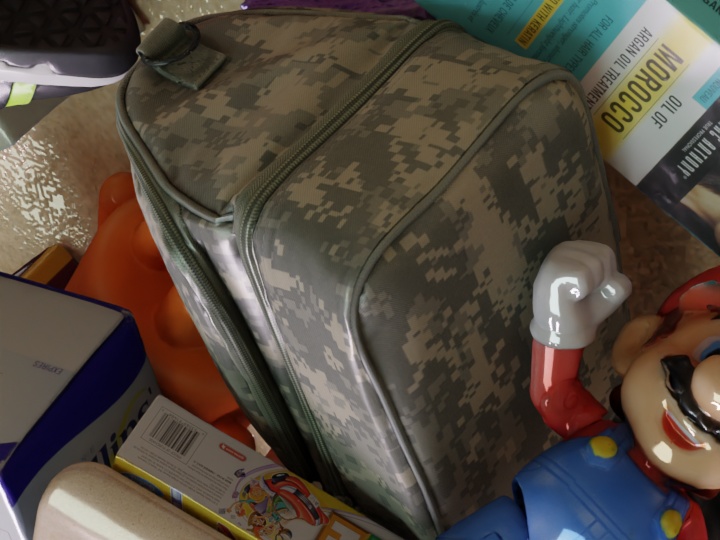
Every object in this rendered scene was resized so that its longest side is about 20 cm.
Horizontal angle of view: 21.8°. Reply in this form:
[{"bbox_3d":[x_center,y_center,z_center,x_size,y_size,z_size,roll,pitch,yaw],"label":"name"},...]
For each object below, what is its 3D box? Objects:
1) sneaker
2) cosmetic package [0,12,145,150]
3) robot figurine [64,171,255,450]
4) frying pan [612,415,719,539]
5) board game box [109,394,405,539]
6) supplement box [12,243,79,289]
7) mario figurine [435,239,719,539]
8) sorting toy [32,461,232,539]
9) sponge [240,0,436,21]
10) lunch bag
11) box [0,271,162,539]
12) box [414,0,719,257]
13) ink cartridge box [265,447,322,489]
[{"bbox_3d":[-0.186,-0.086,0.778,0.199,0.072,0.083,2,139,6],"label":"sneaker"},{"bbox_3d":[-0.205,-0.154,0.842,0.087,0.103,0.200,-16,114,48],"label":"cosmetic package"},{"bbox_3d":[-0.094,0.033,0.920,0.144,0.117,0.200,38,144,-1],"label":"robot figurine"},{"bbox_3d":[0.083,0.119,0.789,0.115,0.189,0.031,53,154,23],"label":"frying pan"},{"bbox_3d":[-0.015,0.145,0.743,0.199,0.034,0.135,30,141,5],"label":"board game box"},{"bbox_3d":[-0.152,0.101,1.042,0.200,0.110,0.086,50,143,-10],"label":"supplement box"},{"bbox_3d":[0.090,0.070,0.645,0.124,0.200,0.106,51,169,-31],"label":"mario figurine"},{"bbox_3d":[-0.059,0.178,0.751,0.185,0.037,0.200,30,141,6],"label":"sorting toy"},{"bbox_3d":[0.027,-0.034,0.816,0.111,0.030,0.201,2,128,41],"label":"sponge"},{"bbox_3d":[0.000,0.000,0.730,0.167,0.139,0.200,28,153,37],"label":"lunch bag"},{"bbox_3d":[-0.177,0.101,0.876,0.183,0.105,0.201,14,138,29],"label":"box"},{"bbox_3d":[0.116,-0.074,0.679,0.200,0.049,0.082,40,143,2],"label":"box"},{"bbox_3d":[0.041,0.170,0.888,0.144,0.146,0.200,-12,128,48],"label":"ink cartridge box"}]
